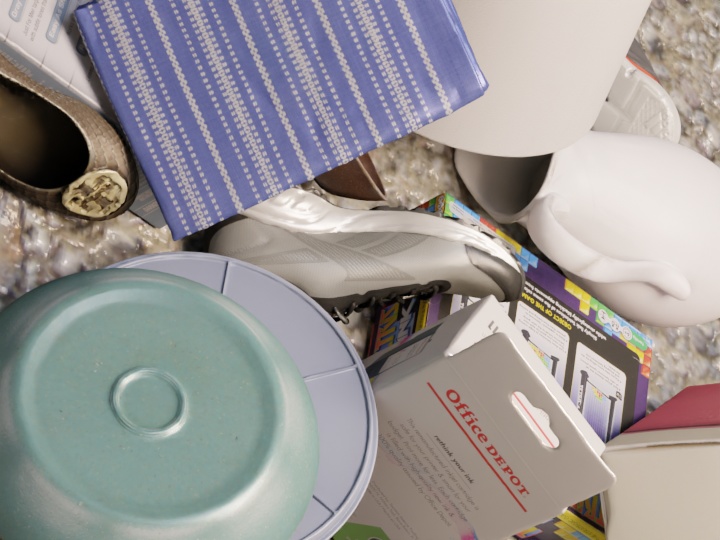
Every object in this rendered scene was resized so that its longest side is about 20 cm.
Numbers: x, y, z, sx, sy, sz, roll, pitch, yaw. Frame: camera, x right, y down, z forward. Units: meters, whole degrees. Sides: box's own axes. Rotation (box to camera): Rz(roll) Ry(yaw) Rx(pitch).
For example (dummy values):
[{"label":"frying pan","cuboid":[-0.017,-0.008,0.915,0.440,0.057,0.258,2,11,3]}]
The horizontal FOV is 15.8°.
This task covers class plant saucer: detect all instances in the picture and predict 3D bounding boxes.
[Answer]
[{"label":"plant saucer","cuboid":[-0.114,0.076,1.370,0.199,0.036,0.201,8,57,-13]},{"label":"plant saucer","cuboid":[-0.045,-0.123,1.554,0.201,0.034,0.200,62,3,-6]}]

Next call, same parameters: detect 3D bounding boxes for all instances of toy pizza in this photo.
[{"label":"toy pizza","cuboid":[-0.089,0.080,1.416,0.199,0.032,0.201,8,57,-12]}]

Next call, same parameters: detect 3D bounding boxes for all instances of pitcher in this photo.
[{"label":"pitcher","cuboid":[0.174,-0.024,1.711,0.199,0.121,0.172,26,28,-29]}]

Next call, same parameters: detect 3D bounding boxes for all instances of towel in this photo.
[{"label":"towel","cuboid":[-0.044,-0.123,1.444,0.024,0.199,0.145,174,-109,-86]}]

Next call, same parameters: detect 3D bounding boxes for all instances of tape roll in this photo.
[{"label":"tape roll","cuboid":[0.084,-0.189,1.646,0.202,0.139,0.203,14,39,-12]}]

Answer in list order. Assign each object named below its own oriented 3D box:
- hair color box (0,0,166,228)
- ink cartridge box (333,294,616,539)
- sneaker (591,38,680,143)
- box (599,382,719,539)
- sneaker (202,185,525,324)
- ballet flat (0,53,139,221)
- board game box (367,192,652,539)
[{"label":"hair color box","cuboid":[-0.161,-0.122,1.478,0.200,0.061,0.099,36,47,-28]},{"label":"ink cartridge box","cuboid":[0.055,0.094,1.476,0.117,0.200,0.067,53,41,-11]},{"label":"sneaker","cuboid":[0.157,-0.162,1.839,0.201,0.077,0.082,60,14,-3]},{"label":"box","cuboid":[0.236,0.149,1.644,0.200,0.108,0.129,-23,105,-65]},{"label":"sneaker","cuboid":[0.000,0.000,1.540,0.199,0.074,0.080,9,76,-9]},{"label":"ballet flat","cuboid":[-0.195,-0.086,1.402,0.200,0.067,0.046,44,15,-33]},{"label":"board game box","cuboid":[0.095,0.073,1.640,0.200,0.057,0.166,35,50,-29]}]
